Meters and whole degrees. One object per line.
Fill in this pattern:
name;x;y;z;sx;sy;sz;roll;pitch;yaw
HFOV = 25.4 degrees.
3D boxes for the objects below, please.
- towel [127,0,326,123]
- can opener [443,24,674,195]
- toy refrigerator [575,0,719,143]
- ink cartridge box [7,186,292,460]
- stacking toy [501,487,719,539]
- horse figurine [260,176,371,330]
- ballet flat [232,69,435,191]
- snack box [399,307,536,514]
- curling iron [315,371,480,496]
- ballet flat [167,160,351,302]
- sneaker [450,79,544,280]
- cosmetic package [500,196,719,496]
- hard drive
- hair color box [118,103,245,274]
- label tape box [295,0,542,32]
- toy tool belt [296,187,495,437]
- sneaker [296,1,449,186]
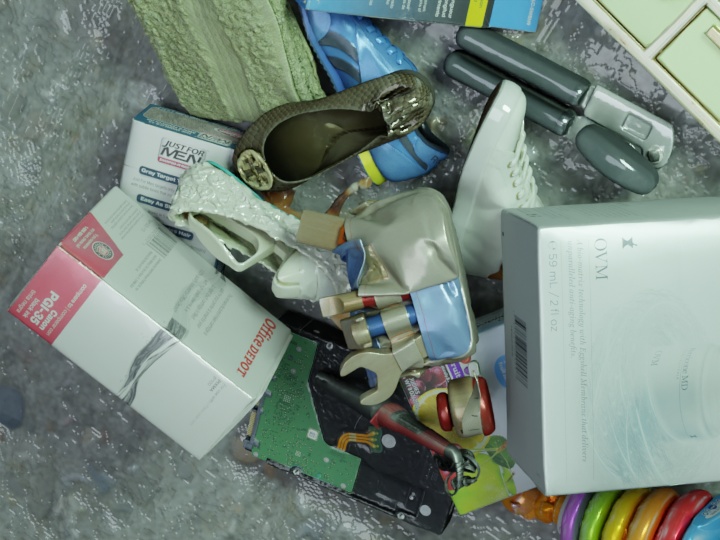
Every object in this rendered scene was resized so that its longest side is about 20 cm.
towel;-0.111;-0.185;1.287;0.148;0.037;0.200;11;148;24
can opener;0.155;-0.132;1.254;0.200;0.066;0.053;32;116;14
toy refrigerator;0.256;-0.169;1.197;0.200;0.070;0.076;46;116;2
ink cartridge box;-0.168;0.042;1.313;0.200;0.147;0.083;40;112;-6
stacking toy;0.207;0.214;1.333;0.199;0.116;0.110;18;112;29
horse figurine;0.000;0.000;1.353;0.132;0.050;0.200;-20;107;39
ballet flat;-0.028;-0.106;1.268;0.199;0.046;0.068;-18;115;33
snack box;0.145;0.098;1.307;0.199;0.053;0.143;-22;102;10
curling iron;0.024;0.128;1.310;0.200;0.026;0.050;28;135;43
ballet flat;-0.073;-0.015;1.307;0.200;0.072;0.072;31;115;7
sneaker;0.120;-0.067;1.263;0.084;0.073;0.200;18;142;6
cosmetic package;0.218;0.052;1.202;0.199;0.123;0.200;-4;99;-8
hard drive;0.003;0.133;1.406;0.199;0.038;0.140;20;112;13
hair color box;-0.164;-0.034;1.397;0.100;0.061;0.201;17;112;4
label tape box;0.051;-0.269;1.232;0.199;0.063;0.145;2;113;-24
toy tool belt;0.026;0.040;1.237;0.122;0.125;0.201;-12;90;8
sneaker;0.012;-0.169;1.293;0.078;0.066;0.201;-19;101;22
